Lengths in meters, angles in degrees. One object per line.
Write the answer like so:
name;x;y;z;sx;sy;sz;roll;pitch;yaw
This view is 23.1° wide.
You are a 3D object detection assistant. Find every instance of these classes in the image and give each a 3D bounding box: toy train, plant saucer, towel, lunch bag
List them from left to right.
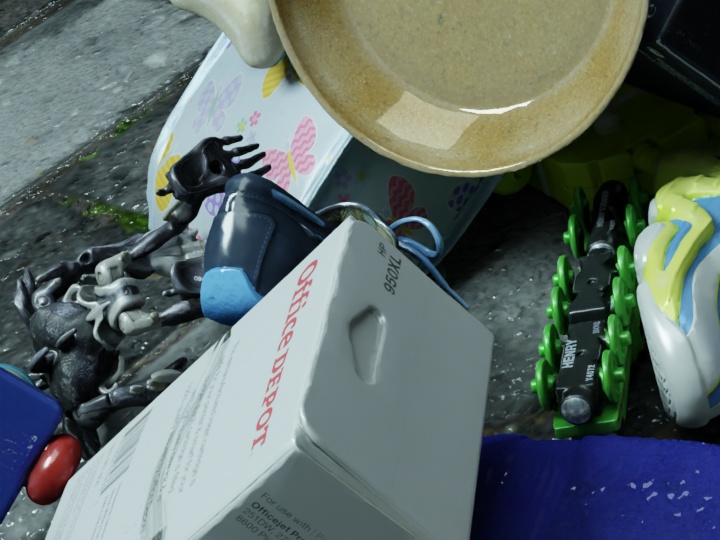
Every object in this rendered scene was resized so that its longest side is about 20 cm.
toy train;-0.208;0.134;0.824;0.201;0.084;0.116;-60;8;-2
lunch bag;-0.016;-0.065;0.966;0.201;0.127;0.169;-56;38;-6
plant saucer;0.047;-0.145;0.821;0.198;0.203;0.035;-1;16;30
towel;0.076;0.130;0.690;0.198;0.050;0.148;-1;43;29
toy train;0.112;0.021;0.815;0.041;0.057;0.201;-9;28;18

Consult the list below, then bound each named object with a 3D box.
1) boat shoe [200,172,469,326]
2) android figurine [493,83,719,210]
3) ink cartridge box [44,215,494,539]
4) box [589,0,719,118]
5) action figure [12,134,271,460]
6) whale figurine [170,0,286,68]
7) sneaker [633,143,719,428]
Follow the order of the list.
boat shoe;0.000;0.000;0.807;0.083;0.200;0.070;-1;81;22
android figurine;0.137;-0.094;1.007;0.181;0.041;0.200;-29;30;-14
ink cartridge box;-0.045;0.097;0.685;0.200;0.084;0.145;-43;19;30
box;0.175;-0.192;0.884;0.201;0.123;0.198;-62;31;3
action figure;-0.106;0.023;0.893;0.101;0.120;0.200;-1;-28;-41
whale figurine;-0.014;-0.201;0.914;0.201;0.159;0.104;-55;-14;9
sneaker;0.183;-0.006;0.805;0.104;0.076;0.201;-9;32;17
